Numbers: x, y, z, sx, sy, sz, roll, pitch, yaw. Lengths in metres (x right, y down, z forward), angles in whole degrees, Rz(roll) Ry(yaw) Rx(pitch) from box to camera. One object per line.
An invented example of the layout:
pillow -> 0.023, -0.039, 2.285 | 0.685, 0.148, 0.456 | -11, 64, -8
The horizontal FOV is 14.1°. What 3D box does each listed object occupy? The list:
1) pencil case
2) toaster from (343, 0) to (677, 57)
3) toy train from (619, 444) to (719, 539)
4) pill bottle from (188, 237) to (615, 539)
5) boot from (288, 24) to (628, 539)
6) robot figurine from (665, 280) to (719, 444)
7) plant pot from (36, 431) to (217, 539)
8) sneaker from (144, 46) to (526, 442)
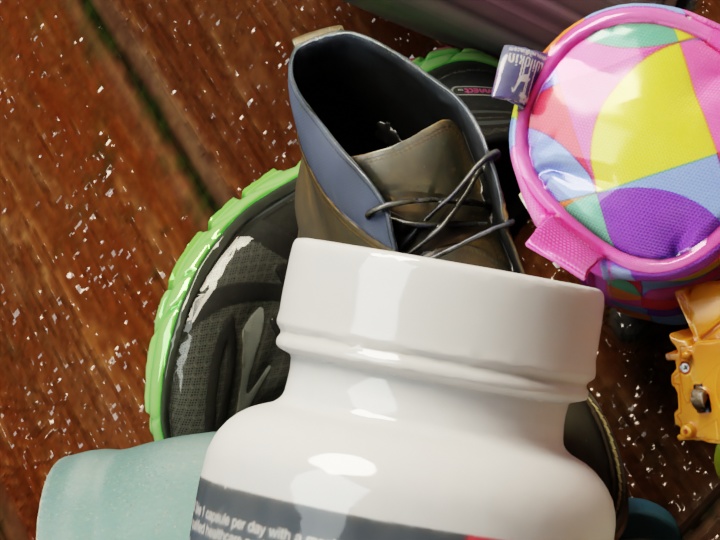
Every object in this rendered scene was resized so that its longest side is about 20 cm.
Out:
pencil case -> 0.090, -0.029, 0.913 | 0.088, 0.200, 0.088 | -1, 85, 10
toaster -> 0.038, -0.143, 1.067 | 0.200, 0.129, 0.114 | 17, 86, 48
toy train -> 0.146, 0.082, 0.909 | 0.200, 0.085, 0.116 | -40, 31, 17
pill bottle -> 0.008, 0.096, 0.819 | 0.120, 0.120, 0.200 | 9, 90, 47
boot -> 0.021, 0.006, 0.921 | 0.075, 0.097, 0.200 | -24, 40, -10
robot figurine -> 0.195, 0.019, 0.817 | 0.200, 0.145, 0.058 | -5, 95, 35
plant pot -> -0.007, 0.139, 0.965 | 0.134, 0.200, 0.200 | -17, 57, 8
sneaker -> 0.000, 0.000, 1.049 | 0.084, 0.077, 0.200 | 33, 72, 36
